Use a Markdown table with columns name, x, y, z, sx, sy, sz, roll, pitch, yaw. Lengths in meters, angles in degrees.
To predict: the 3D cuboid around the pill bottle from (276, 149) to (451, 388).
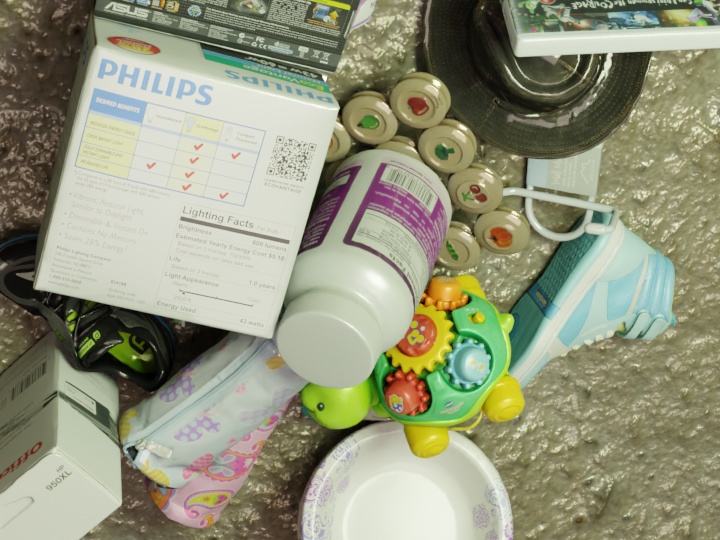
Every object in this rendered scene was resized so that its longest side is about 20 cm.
| name | x | y | z | sx | sy | sz | roll | pitch | yaw |
| --- | --- | --- | --- | --- | --- | --- | --- | --- | --- |
| pill bottle | 0.000 | 0.000 | 1.388 | 0.112 | 0.200 | 0.113 | 12 | 134 | 13 |

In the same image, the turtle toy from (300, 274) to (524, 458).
| name | x | y | z | sx | sy | sz | roll | pitch | yaw |
| --- | --- | --- | --- | --- | --- | --- | --- | --- | --- |
| turtle toy | 0.044 | 0.083 | 1.475 | 0.199 | 0.146 | 0.101 | -27 | 149 | 11 |

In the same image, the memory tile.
| name | x | y | z | sx | sy | sz | roll | pitch | yaw |
| --- | --- | --- | --- | --- | --- | --- | --- | --- | --- |
| memory tile | 0.045 | -0.074 | 1.457 | 0.153 | 0.017 | 0.200 | -16 | 124 | 31 |

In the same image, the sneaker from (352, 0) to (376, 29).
| name | x | y | z | sx | sy | sz | roll | pitch | yaw |
| --- | --- | --- | --- | --- | --- | --- | --- | --- | --- |
| sneaker | -0.078 | -0.234 | 1.355 | 0.199 | 0.073 | 0.115 | 3 | 121 | -12 |

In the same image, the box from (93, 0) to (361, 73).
| name | x | y | z | sx | sy | sz | roll | pitch | yaw |
| --- | --- | --- | --- | --- | --- | --- | --- | --- | --- |
| box | -0.091 | -0.244 | 1.273 | 0.199 | 0.044 | 0.161 | 12 | 132 | -11 |

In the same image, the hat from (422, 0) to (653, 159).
| name | x | y | z | sx | sy | sz | roll | pitch | yaw |
| --- | --- | --- | --- | --- | --- | --- | --- | --- | --- |
| hat | 0.137 | -0.186 | 1.366 | 0.199 | 0.081 | 0.202 | 2 | 98 | 14 |

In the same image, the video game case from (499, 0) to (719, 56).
| name | x | y | z | sx | sy | sz | roll | pitch | yaw |
| --- | --- | --- | --- | --- | --- | --- | --- | --- | --- |
| video game case | 0.203 | -0.246 | 1.341 | 0.199 | 0.183 | 0.023 | -3 | 144 | -9 |

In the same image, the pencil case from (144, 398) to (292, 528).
| name | x | y | z | sx | sy | sz | roll | pitch | yaw |
| --- | --- | --- | --- | --- | --- | --- | --- | --- | --- |
| pencil case | -0.122 | 0.141 | 1.545 | 0.087 | 0.088 | 0.201 | 24 | 111 | -21 |

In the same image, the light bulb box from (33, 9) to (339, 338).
| name | x | y | z | sx | sy | sz | roll | pitch | yaw |
| --- | --- | --- | --- | --- | --- | --- | --- | --- | --- |
| light bulb box | -0.141 | -0.076 | 1.324 | 0.197 | 0.125 | 0.201 | 13 | 109 | -15 |

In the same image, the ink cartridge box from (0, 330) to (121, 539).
| name | x | y | z | sx | sy | sz | roll | pitch | yaw |
| --- | --- | --- | --- | --- | --- | --- | --- | --- | --- |
| ink cartridge box | -0.286 | 0.164 | 1.458 | 0.144 | 0.200 | 0.084 | -40 | 117 | 13 |

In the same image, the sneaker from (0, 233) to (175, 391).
| name | x | y | z | sx | sy | sz | roll | pitch | yaw |
| --- | --- | --- | --- | --- | --- | --- | --- | --- | --- |
| sneaker | -0.239 | 0.038 | 1.465 | 0.199 | 0.083 | 0.071 | 38 | 106 | -25 |

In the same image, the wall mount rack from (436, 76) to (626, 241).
| name | x | y | z | sx | sy | sz | roll | pitch | yaw |
| --- | --- | --- | --- | --- | --- | --- | --- | --- | --- |
| wall mount rack | 0.146 | -0.109 | 1.466 | 0.173 | 0.075 | 0.201 | 11 | 118 | 15 |

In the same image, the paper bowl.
| name | x | y | z | sx | sy | sz | roll | pitch | yaw |
| --- | --- | --- | --- | --- | --- | --- | --- | --- | --- |
| paper bowl | 0.039 | 0.244 | 1.587 | 0.199 | 0.104 | 0.202 | 1 | 79 | -5 |

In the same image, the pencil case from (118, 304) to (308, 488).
| name | x | y | z | sx | sy | sz | roll | pitch | yaw |
| --- | --- | --- | --- | --- | --- | --- | --- | --- | --- |
| pencil case | -0.119 | 0.104 | 1.443 | 0.200 | 0.083 | 0.091 | -38 | 153 | 22 |

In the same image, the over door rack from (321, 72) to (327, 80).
| name | x | y | z | sx | sy | sz | roll | pitch | yaw |
| --- | --- | --- | --- | --- | --- | --- | --- | --- | --- |
| over door rack | -0.130 | -0.105 | 1.419 | 0.147 | 0.067 | 0.201 | 16 | 109 | -18 |

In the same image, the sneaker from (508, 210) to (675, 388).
| name | x | y | z | sx | sy | sz | roll | pitch | yaw |
| --- | --- | --- | --- | --- | --- | --- | --- | --- | --- |
| sneaker | 0.217 | 0.053 | 1.561 | 0.130 | 0.080 | 0.200 | 27 | 112 | -22 |

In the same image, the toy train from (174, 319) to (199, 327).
| name | x | y | z | sx | sy | sz | roll | pitch | yaw |
| --- | --- | --- | --- | --- | --- | --- | --- | --- | --- |
| toy train | -0.074 | 0.024 | 1.503 | 0.199 | 0.056 | 0.042 | -7 | 120 | -7 |

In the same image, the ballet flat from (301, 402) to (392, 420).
| name | x | y | z | sx | sy | sz | roll | pitch | yaw |
| --- | --- | --- | --- | --- | --- | --- | --- | --- | --- |
| ballet flat | 0.037 | 0.100 | 1.558 | 0.199 | 0.071 | 0.068 | -22 | 121 | 2 |
